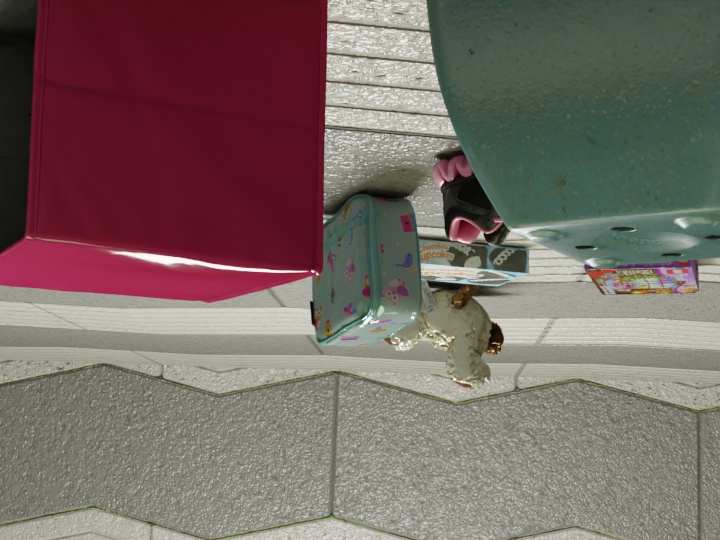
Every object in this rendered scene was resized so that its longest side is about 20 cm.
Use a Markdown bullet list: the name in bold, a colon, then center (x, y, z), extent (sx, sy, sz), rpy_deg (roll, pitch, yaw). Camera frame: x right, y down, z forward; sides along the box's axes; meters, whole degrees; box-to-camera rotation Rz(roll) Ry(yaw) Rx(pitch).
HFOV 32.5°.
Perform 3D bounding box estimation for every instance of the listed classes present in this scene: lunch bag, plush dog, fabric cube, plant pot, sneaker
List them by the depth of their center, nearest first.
- **plant pot**: center (0.155, -0.109, 0.669), extent (0.196, 0.200, 0.196), rpy_deg (-4, 169, 33)
- **fabric cube**: center (-0.155, -0.090, 0.849), extent (0.199, 0.200, 0.196), rpy_deg (6, 169, -29)
- **sneaker**: center (0.145, -0.072, 1.176), extent (0.079, 0.095, 0.200), rpy_deg (11, 166, -32)
- **lunch bag**: center (0.000, 0.000, 1.441), extent (0.077, 0.161, 0.200), rpy_deg (1, 165, -23)
- **plush dog**: center (0.150, 0.080, 2.001), extent (0.200, 0.161, 0.172), rpy_deg (29, -171, 10)

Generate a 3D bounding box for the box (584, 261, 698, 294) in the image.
- **box**: center (0.382, -0.002, 1.667), extent (0.137, 0.039, 0.200), rpy_deg (-2, 169, 18)

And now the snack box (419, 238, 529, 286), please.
- **snack box**: center (0.115, -0.011, 1.678), extent (0.200, 0.037, 0.116), rpy_deg (5, 169, -14)
